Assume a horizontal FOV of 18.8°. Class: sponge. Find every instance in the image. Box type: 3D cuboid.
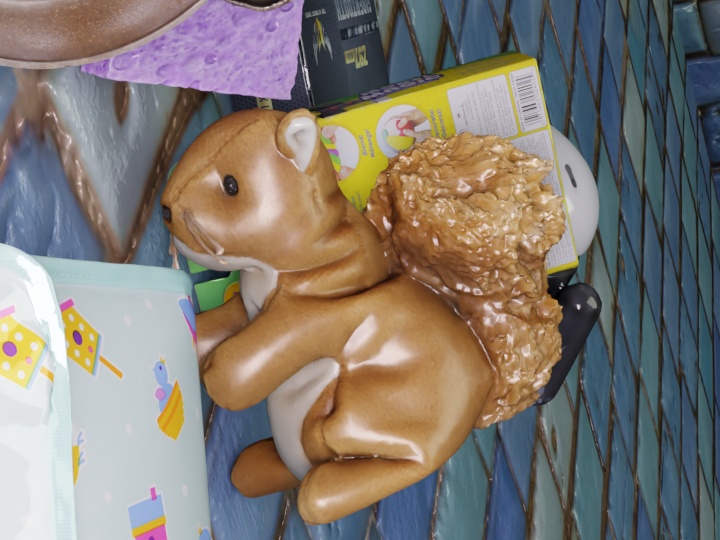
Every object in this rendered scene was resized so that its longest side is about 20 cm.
[{"bbox_3d":[-0.070,-0.184,1.016,0.111,0.030,0.201,1,99,-42],"label":"sponge"}]

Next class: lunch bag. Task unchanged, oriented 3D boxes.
[{"bbox_3d":[-0.131,0.079,0.673,0.200,0.121,0.171,13,70,-65],"label":"lunch bag"}]

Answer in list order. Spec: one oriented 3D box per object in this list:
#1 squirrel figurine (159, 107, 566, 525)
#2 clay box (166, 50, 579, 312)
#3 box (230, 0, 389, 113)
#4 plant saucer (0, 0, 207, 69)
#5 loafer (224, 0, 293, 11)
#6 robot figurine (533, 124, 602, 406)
[{"bbox_3d":[0.000,0.000,1.052,0.142,0.199,0.187,-165,-127,-79],"label":"squirrel figurine"},{"bbox_3d":[0.004,-0.032,1.128,0.048,0.199,0.115,-134,-151,-73],"label":"clay box"},{"bbox_3d":[-0.034,-0.146,1.278,0.200,0.051,0.159,-35,116,-73],"label":"box"},{"bbox_3d":[-0.115,-0.176,0.826,0.032,0.200,0.201,36,-27,51],"label":"plant saucer"},{"bbox_3d":[-0.075,-0.174,0.924,0.200,0.073,0.071,48,7,-43],"label":"loafer"},{"bbox_3d":[0.055,-0.001,1.252,0.200,0.150,0.125,-60,-168,26],"label":"robot figurine"}]
